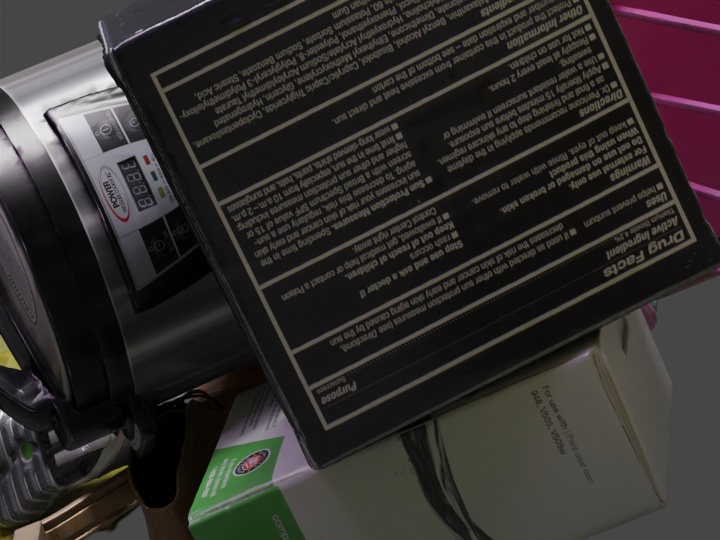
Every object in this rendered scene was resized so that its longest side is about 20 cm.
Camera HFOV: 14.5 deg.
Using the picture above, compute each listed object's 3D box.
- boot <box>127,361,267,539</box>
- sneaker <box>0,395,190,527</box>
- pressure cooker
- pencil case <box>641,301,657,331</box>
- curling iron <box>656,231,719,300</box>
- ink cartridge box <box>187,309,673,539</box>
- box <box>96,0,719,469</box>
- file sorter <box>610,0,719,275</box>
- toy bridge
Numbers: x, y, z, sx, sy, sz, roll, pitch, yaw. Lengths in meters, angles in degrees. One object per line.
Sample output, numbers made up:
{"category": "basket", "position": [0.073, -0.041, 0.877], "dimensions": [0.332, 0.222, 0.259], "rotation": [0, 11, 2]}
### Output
{"category": "boot", "position": [-0.071, 0.082, 1.406], "dimensions": [0.073, 0.076, 0.200], "rotation": [-22, 25, 16]}
{"category": "sneaker", "position": [-0.149, 0.094, 1.597], "dimensions": [0.115, 0.076, 0.200], "rotation": [-14, -1, -33]}
{"category": "pressure cooker", "position": [-0.114, -0.019, 1.346], "dimensions": [0.199, 0.180, 0.176], "rotation": [-23, 36, -15]}
{"category": "pencil case", "position": [0.079, -0.036, 1.351], "dimensions": [0.087, 0.201, 0.088], "rotation": [-17, 35, 12]}
{"category": "curling iron", "position": [0.113, 0.019, 1.452], "dimensions": [0.199, 0.026, 0.050], "rotation": [-26, 18, 1]}
{"category": "ink cartridge box", "position": [0.037, 0.079, 1.272], "dimensions": [0.199, 0.083, 0.147], "rotation": [-23, 15, 16]}
{"category": "box", "position": [0.018, -0.056, 1.206], "dimensions": [0.199, 0.199, 0.123], "rotation": [-26, 13, -2]}
{"category": "file sorter", "position": [0.205, -0.105, 1.351], "dimensions": [0.139, 0.201, 0.125], "rotation": [-34, 32, -27]}
{"category": "toy bridge", "position": [-0.089, 0.108, 1.496], "dimensions": [0.199, 0.027, 0.067], "rotation": [-25, 15, 3]}
